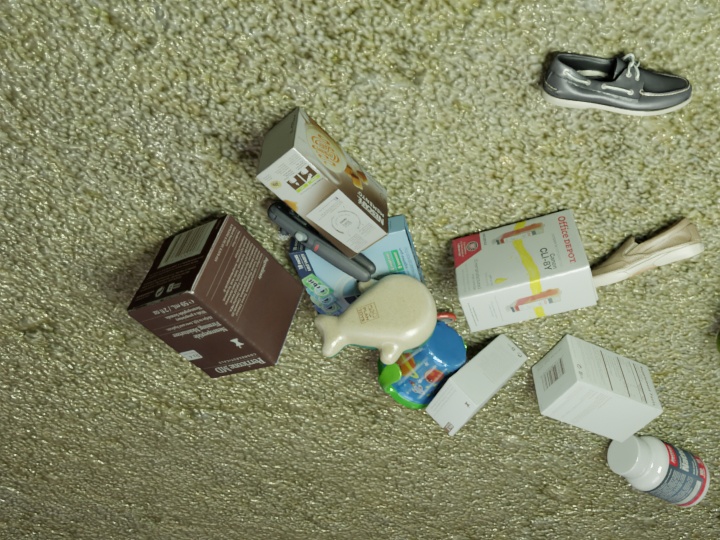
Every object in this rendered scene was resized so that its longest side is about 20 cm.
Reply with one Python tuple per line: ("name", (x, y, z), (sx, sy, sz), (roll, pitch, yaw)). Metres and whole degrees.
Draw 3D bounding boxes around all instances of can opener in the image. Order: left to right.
("can opener", (-0.061, -0.049, 1.089), (0.200, 0.063, 0.079), (41, 131, 4))

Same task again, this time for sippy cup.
("sippy cup", (0.120, 0.163, 1.261), (0.139, 0.178, 0.130), (35, 132, -8))

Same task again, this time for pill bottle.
("pill bottle", (0.644, 0.428, 1.506), (0.199, 0.120, 0.120), (24, 129, -20))

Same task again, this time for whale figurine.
("whale figurine", (0.028, 0.089, 1.140), (0.199, 0.160, 0.104), (-19, 151, -2))

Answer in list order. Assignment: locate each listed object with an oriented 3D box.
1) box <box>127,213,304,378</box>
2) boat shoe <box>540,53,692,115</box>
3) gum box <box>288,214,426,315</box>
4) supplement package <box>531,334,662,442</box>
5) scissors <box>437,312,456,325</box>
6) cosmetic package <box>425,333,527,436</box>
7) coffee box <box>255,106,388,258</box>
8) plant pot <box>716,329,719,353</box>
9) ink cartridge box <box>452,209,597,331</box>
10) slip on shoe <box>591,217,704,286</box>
("box", (-0.231, 0.047, 1.136), (0.165, 0.165, 0.200), (-17, 131, 35))
("boat shoe", (0.344, -0.253, 0.919), (0.198, 0.073, 0.063), (4, 136, 5))
("gum box", (0.000, 0.000, 1.185), (0.199, 0.045, 0.170), (-12, 132, 12))
("supplement package", (0.451, 0.228, 1.329), (0.199, 0.118, 0.117), (22, 129, -16))
("scissors", (0.083, 0.086, 1.244), (0.199, 0.014, 0.073), (8, 152, -26))
("cosmetic package", (0.213, 0.205, 1.263), (0.074, 0.200, 0.102), (44, 130, 18))
("coffee box", (-0.051, -0.127, 1.022), (0.080, 0.115, 0.200), (-32, 124, 28))
("plant pot", (0.702, 0.053, 1.124), (0.199, 0.201, 0.194), (-5, 121, 7))
("ink cartridge box", (0.255, -0.001, 1.096), (0.199, 0.146, 0.084), (-15, 129, 15))
("slip on shoe", (0.451, -0.026, 1.136), (0.199, 0.076, 0.061), (-22, 89, 31))
